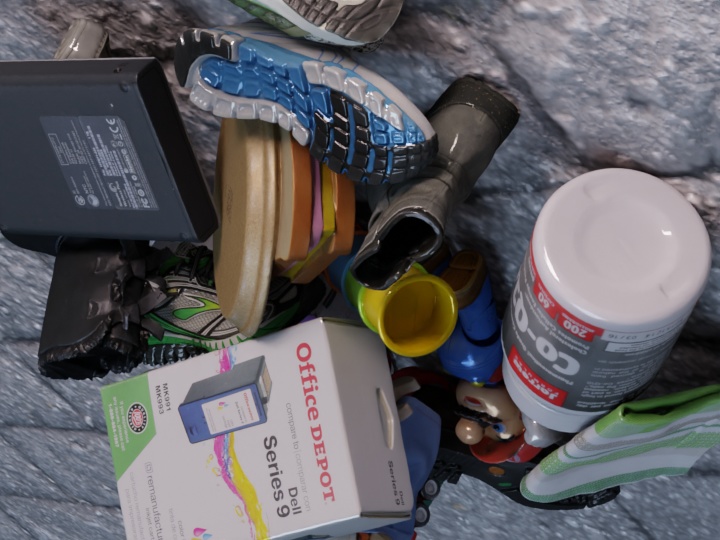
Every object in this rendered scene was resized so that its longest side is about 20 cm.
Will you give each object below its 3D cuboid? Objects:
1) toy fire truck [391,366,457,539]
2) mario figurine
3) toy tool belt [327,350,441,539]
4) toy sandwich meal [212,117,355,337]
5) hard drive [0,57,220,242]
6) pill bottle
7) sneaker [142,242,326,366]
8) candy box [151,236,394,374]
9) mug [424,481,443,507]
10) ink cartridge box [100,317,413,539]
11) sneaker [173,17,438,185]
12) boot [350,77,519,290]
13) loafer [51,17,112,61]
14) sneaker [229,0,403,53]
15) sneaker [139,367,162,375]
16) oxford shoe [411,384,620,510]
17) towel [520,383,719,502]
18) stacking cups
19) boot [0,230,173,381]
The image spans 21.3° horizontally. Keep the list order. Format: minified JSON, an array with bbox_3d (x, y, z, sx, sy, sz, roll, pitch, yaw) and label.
[{"bbox_3d":[-0.001,0.155,1.549,0.141,0.200,0.049,35,156,-30],"label":"toy fire truck"},{"bbox_3d":[0.082,0.078,1.441,0.106,0.123,0.200,-24,125,7],"label":"mario figurine"},{"bbox_3d":[0.015,0.142,1.448,0.123,0.200,0.125,-4,153,41],"label":"toy tool belt"},{"bbox_3d":[-0.057,-0.048,1.347,0.070,0.205,0.205,2,157,-12],"label":"toy sandwich meal"},{"bbox_3d":[-0.208,-0.086,1.387,0.200,0.033,0.140,3,127,34],"label":"hard drive"},{"bbox_3d":[0.155,0.028,1.275,0.114,0.114,0.200,28,153,9],"label":"pill bottle"},{"bbox_3d":[-0.113,0.021,1.464,0.200,0.078,0.085,-9,110,39],"label":"sneaker"},{"bbox_3d":[-0.070,0.045,1.600,0.168,0.072,0.200,19,150,25],"label":"candy box"},{"bbox_3d":[-0.020,0.173,1.719,0.185,0.114,0.152,15,149,31],"label":"mug"},{"bbox_3d":[-0.075,0.129,1.377,0.200,0.145,0.087,-17,167,26],"label":"ink cartridge box"},{"bbox_3d":[-0.021,-0.123,1.234,0.200,0.087,0.075,29,132,30],"label":"sneaker"},{"bbox_3d":[0.026,-0.041,1.278,0.068,0.131,0.200,34,154,-5],"label":"boot"},{"bbox_3d":[-0.203,-0.129,1.454,0.070,0.070,0.200,24,160,-1],"label":"loafer"},{"bbox_3d":[-0.064,-0.184,1.204,0.200,0.077,0.089,30,166,12],"label":"sneaker"},{"bbox_3d":[-0.105,0.112,1.614,0.200,0.070,0.093,24,136,21],"label":"sneaker"},{"bbox_3d":[0.128,0.139,1.559,0.200,0.084,0.073,22,144,-23],"label":"oxford shoe"},{"bbox_3d":[0.211,0.122,1.370,0.200,0.149,0.031,127,129,-65],"label":"towel"},{"bbox_3d":[0.000,0.000,1.379,0.061,0.061,0.200,48,175,-30],"label":"stacking cups"},{"bbox_3d":[-0.225,0.006,1.495,0.198,0.163,0.073,-14,154,43],"label":"boot"}]
